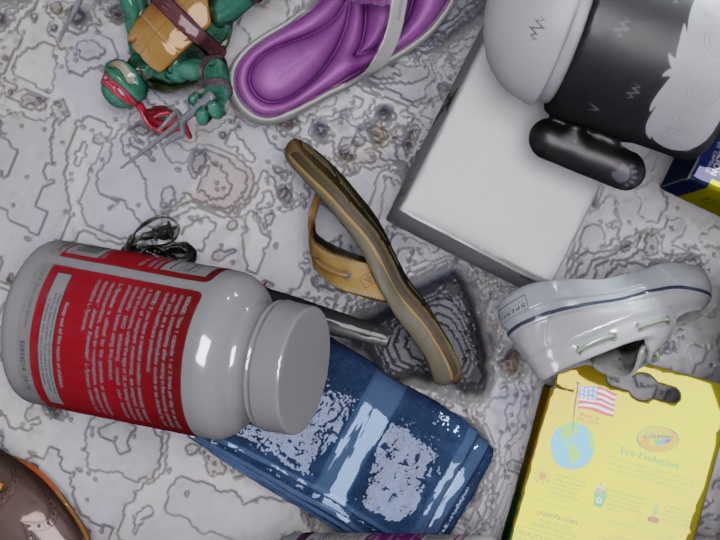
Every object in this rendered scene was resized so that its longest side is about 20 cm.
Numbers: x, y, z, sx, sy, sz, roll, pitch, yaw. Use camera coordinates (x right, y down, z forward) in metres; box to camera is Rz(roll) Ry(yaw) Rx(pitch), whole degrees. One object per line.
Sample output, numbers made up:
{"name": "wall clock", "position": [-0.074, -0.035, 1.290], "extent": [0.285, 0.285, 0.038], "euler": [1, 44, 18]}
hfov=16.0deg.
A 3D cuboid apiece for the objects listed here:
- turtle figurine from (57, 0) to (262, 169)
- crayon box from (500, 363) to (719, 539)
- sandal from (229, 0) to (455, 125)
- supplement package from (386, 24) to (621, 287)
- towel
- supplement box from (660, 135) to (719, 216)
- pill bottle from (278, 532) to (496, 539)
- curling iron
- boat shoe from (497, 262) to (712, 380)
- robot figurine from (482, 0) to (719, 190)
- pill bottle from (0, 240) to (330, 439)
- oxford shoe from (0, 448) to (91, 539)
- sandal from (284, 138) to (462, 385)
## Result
{"name": "turtle figurine", "position": [-0.125, -0.171, 1.725], "extent": [0.150, 0.101, 0.200], "euler": [41, 91, 4]}
{"name": "crayon box", "position": [0.170, 0.160, 1.759], "extent": [0.126, 0.051, 0.201], "euler": [16, 88, -2]}
{"name": "sandal", "position": [-0.002, -0.171, 1.759], "extent": [0.203, 0.050, 0.083], "euler": [-43, 92, -5]}
{"name": "supplement package", "position": [0.115, -0.100, 1.731], "extent": [0.117, 0.117, 0.201], "euler": [27, 86, -3]}
{"name": "towel", "position": [-0.015, 0.114, 1.750], "extent": [0.200, 0.049, 0.112], "euler": [31, 86, -2]}
{"name": "supplement box", "position": [0.324, -0.067, 1.747], "extent": [0.199, 0.110, 0.109], "euler": [24, 87, -3]}
{"name": "pill bottle", "position": [-0.005, 0.230, 1.698], "extent": [0.199, 0.112, 0.113], "euler": [-1, 88, 17]}
{"name": "curling iron", "position": [-0.072, 0.011, 1.733], "extent": [0.199, 0.026, 0.050], "euler": [20, 61, 13]}
{"name": "boat shoe", "position": [0.169, 0.042, 1.712], "extent": [0.199, 0.073, 0.067], "euler": [-7, 71, -42]}
{"name": "robot figurine", "position": [0.176, -0.145, 1.620], "extent": [0.199, 0.125, 0.151], "euler": [18, 63, -5]}
{"name": "pill bottle", "position": [-0.126, 0.049, 1.681], "extent": [0.199, 0.112, 0.113], "euler": [10, 87, 22]}
{"name": "oxford shoe", "position": [-0.266, 0.144, 1.721], "extent": [0.200, 0.073, 0.071], "euler": [37, 86, -2]}
{"name": "sandal", "position": [0.000, 0.000, 1.745], "extent": [0.054, 0.080, 0.200], "euler": [-32, 95, 4]}
